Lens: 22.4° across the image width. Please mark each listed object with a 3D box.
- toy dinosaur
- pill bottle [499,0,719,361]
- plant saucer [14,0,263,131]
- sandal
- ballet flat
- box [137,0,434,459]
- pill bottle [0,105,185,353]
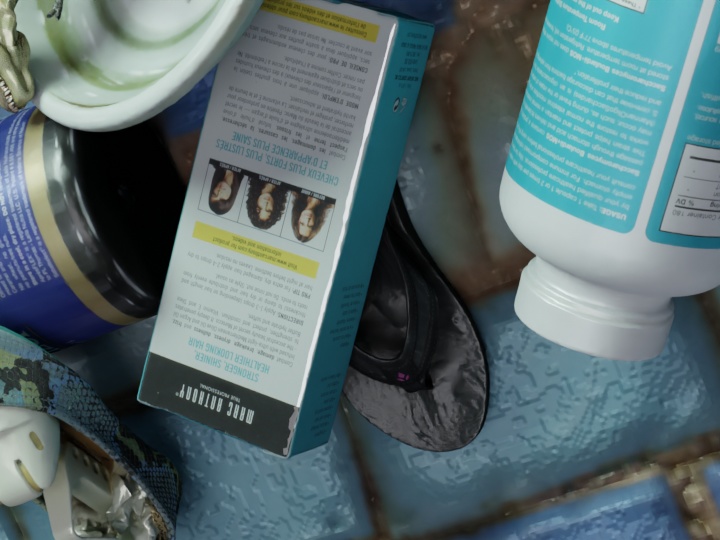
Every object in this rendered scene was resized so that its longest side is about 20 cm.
[{"bbox_3d":[-0.125,-0.167,0.777,0.088,0.047,0.201,15,87,53],"label":"toy dinosaur"},{"bbox_3d":[0.123,-0.066,0.770,0.110,0.111,0.201,18,110,9],"label":"pill bottle"},{"bbox_3d":[-0.084,-0.154,0.797,0.199,0.050,0.201,-15,69,42],"label":"plant saucer"},{"bbox_3d":[-0.001,0.000,0.857,0.075,0.048,0.201,-20,99,19],"label":"sandal"},{"bbox_3d":[-0.145,0.089,0.854,0.074,0.075,0.200,-24,141,20],"label":"ballet flat"},{"bbox_3d":[-0.034,-0.025,0.821,0.082,0.049,0.201,19,101,21],"label":"box"},{"bbox_3d":[-0.190,-0.004,0.872,0.199,0.112,0.112,-20,101,20],"label":"pill bottle"}]
